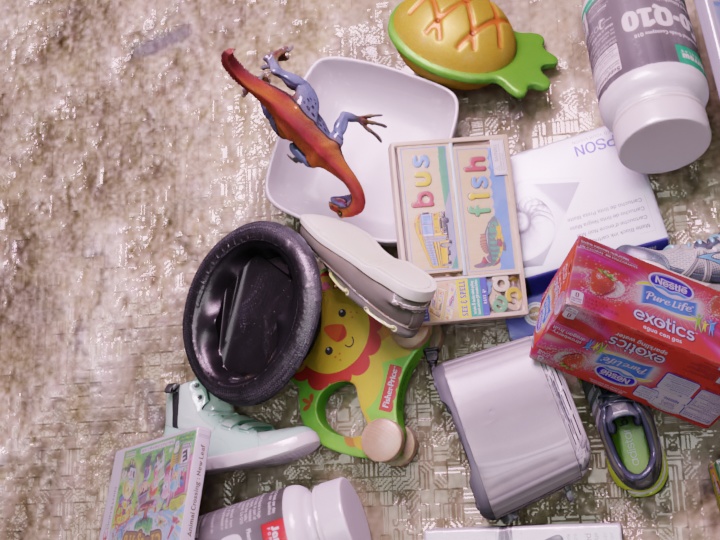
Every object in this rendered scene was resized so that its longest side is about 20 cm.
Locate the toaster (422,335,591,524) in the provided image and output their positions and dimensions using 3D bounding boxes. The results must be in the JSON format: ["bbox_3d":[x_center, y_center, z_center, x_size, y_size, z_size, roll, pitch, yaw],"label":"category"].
[{"bbox_3d":[0.156,0.153,1.093,0.128,0.114,0.201,-20,72,3],"label":"toaster"}]

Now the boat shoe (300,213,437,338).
[{"bbox_3d":[-0.002,0.000,1.103,0.201,0.072,0.061,36,120,41],"label":"boat shoe"}]

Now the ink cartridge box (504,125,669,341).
[{"bbox_3d":[0.230,-0.044,1.156,0.198,0.041,0.201,-17,74,9],"label":"ink cartridge box"}]

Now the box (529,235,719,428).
[{"bbox_3d":[0.280,0.062,1.037,0.199,0.100,0.096,21,49,0],"label":"box"}]

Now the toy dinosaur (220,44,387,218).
[{"bbox_3d":[-0.064,-0.136,1.121,0.105,0.200,0.182,-37,78,33],"label":"toy dinosaur"}]

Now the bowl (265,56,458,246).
[{"bbox_3d":[0.006,-0.131,1.215,0.199,0.075,0.201,19,82,16],"label":"bowl"}]

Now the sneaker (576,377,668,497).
[{"bbox_3d":[0.269,0.133,1.084,0.073,0.081,0.201,-21,73,8],"label":"sneaker"}]

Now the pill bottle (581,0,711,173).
[{"bbox_3d":[0.304,-0.211,1.114,0.112,0.113,0.201,-10,59,11],"label":"pill bottle"}]

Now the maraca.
[{"bbox_3d":[0.127,-0.258,1.197,0.199,0.107,0.138,21,54,3],"label":"maraca"}]

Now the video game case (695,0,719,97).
[{"bbox_3d":[0.453,-0.215,1.101,0.181,0.022,0.202,-5,75,-15],"label":"video game case"}]

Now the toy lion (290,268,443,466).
[{"bbox_3d":[-0.015,0.102,1.178,0.190,0.069,0.201,10,80,23],"label":"toy lion"}]

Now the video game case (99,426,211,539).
[{"bbox_3d":[-0.230,0.272,1.128,0.199,0.022,0.183,-23,53,48],"label":"video game case"}]

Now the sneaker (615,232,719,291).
[{"bbox_3d":[0.361,-0.003,1.095,0.199,0.078,0.087,15,77,0],"label":"sneaker"}]

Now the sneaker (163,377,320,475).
[{"bbox_3d":[-0.141,0.162,1.173,0.199,0.074,0.119,-11,74,23],"label":"sneaker"}]

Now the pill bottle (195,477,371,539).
[{"bbox_3d":[-0.096,0.297,1.120,0.199,0.114,0.115,-20,73,9],"label":"pill bottle"}]

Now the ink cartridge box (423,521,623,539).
[{"bbox_3d":[0.169,0.332,1.062,0.198,0.084,0.146,-5,76,13],"label":"ink cartridge box"}]

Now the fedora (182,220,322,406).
[{"bbox_3d":[-0.102,0.050,1.156,0.199,0.091,0.202,-6,78,30],"label":"fedora"}]

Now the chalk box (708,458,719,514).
[{"bbox_3d":[0.417,0.271,0.994,0.123,0.125,0.201,-12,74,11],"label":"chalk box"}]

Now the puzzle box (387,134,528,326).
[{"bbox_3d":[0.103,-0.044,1.128,0.132,0.025,0.202,-5,81,-5],"label":"puzzle box"}]
